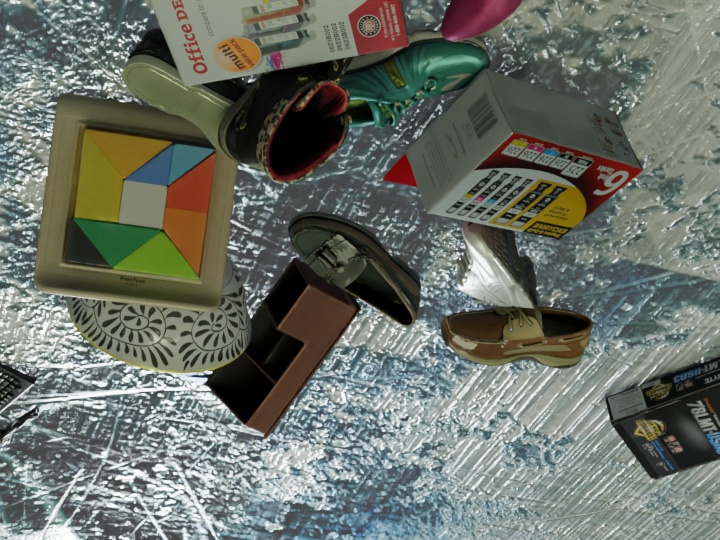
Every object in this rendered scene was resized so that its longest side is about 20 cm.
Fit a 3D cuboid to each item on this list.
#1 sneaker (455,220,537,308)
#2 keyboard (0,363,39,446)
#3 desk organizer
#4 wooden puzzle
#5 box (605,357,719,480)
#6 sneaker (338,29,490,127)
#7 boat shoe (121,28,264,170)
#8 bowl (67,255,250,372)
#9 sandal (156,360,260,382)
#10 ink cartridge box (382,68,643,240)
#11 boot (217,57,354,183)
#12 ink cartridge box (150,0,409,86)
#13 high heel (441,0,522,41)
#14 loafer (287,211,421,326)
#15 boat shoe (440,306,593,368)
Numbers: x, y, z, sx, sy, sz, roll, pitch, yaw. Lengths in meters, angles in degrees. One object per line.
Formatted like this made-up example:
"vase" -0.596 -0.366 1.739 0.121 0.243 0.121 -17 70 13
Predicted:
"sneaker" 0.145 -0.001 1.373 0.087 0.075 0.200 -9 151 17
"keyboard" -0.493 0.188 1.581 0.127 0.021 0.200 30 130 -34
"desk organizer" -0.094 0.091 1.414 0.077 0.072 0.200 28 106 -31
"wooden puzzle" -0.217 -0.067 1.183 0.184 0.201 0.037 7 173 -15
"box" 0.471 0.209 1.692 0.198 0.050 0.200 -21 138 19
"sneaker" 0.032 -0.172 1.166 0.199 0.080 0.078 -15 139 9
"boat shoe" -0.136 -0.167 1.166 0.199 0.066 0.074 27 144 -25
"bowl" -0.204 0.009 1.274 0.200 0.201 0.094 9 122 -16
"sandal" -0.213 0.108 1.476 0.199 0.080 0.087 15 140 -21
"ink cartridge box" 0.153 -0.100 1.228 0.200 0.084 0.176 9 141 -39
"boot" -0.042 -0.166 1.064 0.073 0.151 0.200 41 91 -25
"ink cartridge box" -0.073 -0.265 0.995 0.199 0.145 0.146 -9 140 6
"high heel" 0.122 -0.287 1.042 0.096 0.067 0.200 22 129 -42
"loafer" 0.000 0.000 1.378 0.072 0.063 0.200 -35 132 30
"boat shoe" 0.197 0.070 1.484 0.199 0.076 0.074 4 134 -24
